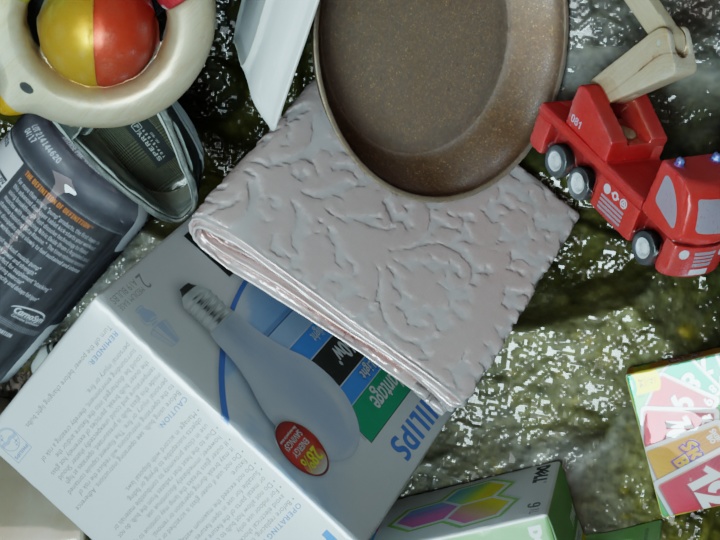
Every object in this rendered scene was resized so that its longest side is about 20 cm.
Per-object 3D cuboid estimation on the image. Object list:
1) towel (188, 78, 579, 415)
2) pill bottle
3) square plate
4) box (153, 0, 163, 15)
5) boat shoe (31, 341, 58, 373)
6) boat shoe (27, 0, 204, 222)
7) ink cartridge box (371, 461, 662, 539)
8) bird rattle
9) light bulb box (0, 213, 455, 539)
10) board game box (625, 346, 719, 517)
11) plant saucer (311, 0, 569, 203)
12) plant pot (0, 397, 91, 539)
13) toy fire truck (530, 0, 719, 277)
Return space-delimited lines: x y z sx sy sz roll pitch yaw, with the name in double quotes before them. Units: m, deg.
"towel" 0.020 -0.028 1.203 0.190 0.200 0.032 36 135 2
"pill bottle" -0.204 -0.031 1.284 0.106 0.106 0.200 43 105 2
"square plate" -0.038 -0.197 1.175 0.028 0.198 0.202 15 103 -10
"box" -0.170 -0.201 1.162 0.200 0.160 0.044 -40 48 18
"boat shoe" -0.116 0.087 1.310 0.199 0.071 0.064 27 105 -2
"boat shoe" -0.150 -0.108 1.160 0.072 0.071 0.200 -38 124 8
"ink cartridge box" 0.085 0.171 1.260 0.198 0.104 0.060 -14 100 14
"bird rattle" -0.137 -0.158 1.086 0.198 0.113 0.164 -6 122 -15
"light bulb box" -0.074 0.088 1.166 0.200 0.198 0.125 42 118 -1
"board game box" 0.273 0.086 1.248 0.198 0.030 0.096 -15 96 11
"plant saucer" 0.042 -0.142 1.198 0.037 0.199 0.202 11 105 50
"plant pot" -0.227 0.164 1.267 0.172 0.200 0.202 1 100 17
"toy fire truck" 0.161 -0.107 1.184 0.200 0.048 0.142 50 135 39
